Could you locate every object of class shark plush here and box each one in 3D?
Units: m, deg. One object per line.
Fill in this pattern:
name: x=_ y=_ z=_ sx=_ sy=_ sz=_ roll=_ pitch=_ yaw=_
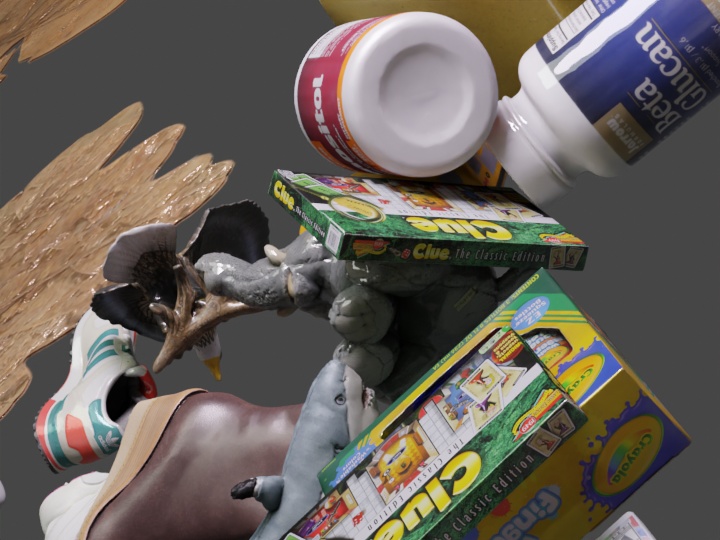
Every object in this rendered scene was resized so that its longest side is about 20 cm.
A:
shark plush: x=-0.055 y=0.158 z=1.399 sx=0.200 sy=0.083 sz=0.091 roll=-46 pitch=26 yaw=0

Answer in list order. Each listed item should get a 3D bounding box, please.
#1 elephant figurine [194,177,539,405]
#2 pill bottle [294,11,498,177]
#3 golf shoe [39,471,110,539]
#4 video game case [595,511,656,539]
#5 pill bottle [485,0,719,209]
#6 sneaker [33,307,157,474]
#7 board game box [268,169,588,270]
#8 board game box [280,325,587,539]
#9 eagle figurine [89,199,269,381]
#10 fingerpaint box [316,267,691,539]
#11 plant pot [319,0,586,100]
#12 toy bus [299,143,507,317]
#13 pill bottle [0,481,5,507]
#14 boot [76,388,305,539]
elephant figurine: x=0.000 y=0.000 z=1.501 sx=0.142 sy=0.154 sz=0.200 roll=-63 pitch=30 yaw=8
pill bottle: x=0.017 y=-0.125 z=1.510 sx=0.113 sy=0.113 sz=0.200 roll=-48 pitch=14 yaw=-8
golf shoe: x=-0.166 y=0.179 z=1.590 sx=0.200 sy=0.075 sz=0.092 roll=-38 pitch=35 yaw=28
video game case: x=0.123 y=0.219 z=1.083 sx=0.143 sy=0.018 sz=0.200 roll=-42 pitch=23 yaw=4
pill bottle: x=0.181 y=-0.136 z=1.470 sx=0.200 sy=0.111 sz=0.111 roll=-40 pitch=23 yaw=12
sneaker: x=-0.209 y=0.094 z=1.818 sx=0.093 sy=0.071 sz=0.200 roll=-12 pitch=33 yaw=23
board game box: x=0.047 y=-0.033 z=1.414 sx=0.105 sy=0.199 sz=0.024 roll=45 pitch=124 yaw=49
board game box: x=0.033 y=0.125 z=1.188 sx=0.200 sy=0.023 sz=0.105 roll=-44 pitch=29 yaw=4
eagle figurine: x=-0.143 y=0.019 z=1.725 sx=0.200 sy=0.150 sz=0.152 roll=-112 pitch=33 yaw=-71
fingerpaint box: x=0.079 y=0.113 z=1.264 sx=0.200 sy=0.073 sz=0.167 roll=-43 pitch=23 yaw=6
plant pot: x=0.127 y=-0.219 z=1.619 sx=0.199 sy=0.194 sz=0.196 roll=5 pitch=52 yaw=50
toy bus: x=0.023 y=-0.040 z=1.615 sx=0.199 sy=0.078 sz=0.065 roll=-29 pitch=27 yaw=33
pill bottle: x=-0.424 y=0.230 z=1.859 sx=0.200 sy=0.120 sz=0.120 roll=-44 pitch=23 yaw=1
boot: x=-0.114 y=0.181 z=1.477 sx=0.165 sy=0.072 sz=0.202 roll=2 pitch=73 yaw=36
